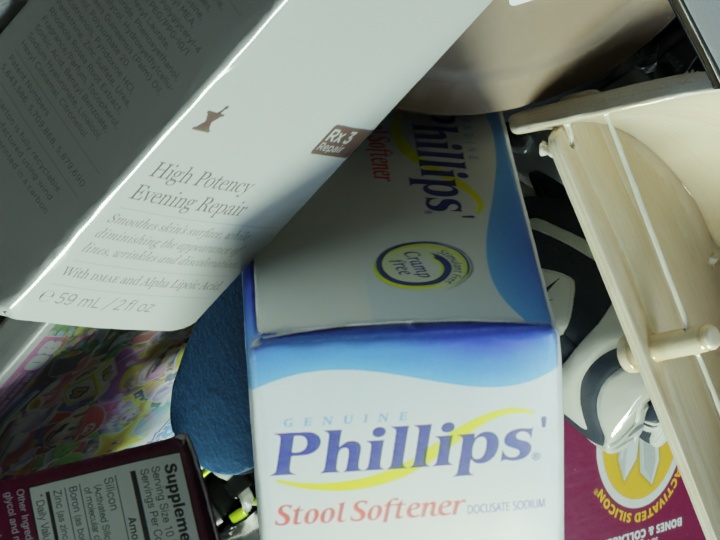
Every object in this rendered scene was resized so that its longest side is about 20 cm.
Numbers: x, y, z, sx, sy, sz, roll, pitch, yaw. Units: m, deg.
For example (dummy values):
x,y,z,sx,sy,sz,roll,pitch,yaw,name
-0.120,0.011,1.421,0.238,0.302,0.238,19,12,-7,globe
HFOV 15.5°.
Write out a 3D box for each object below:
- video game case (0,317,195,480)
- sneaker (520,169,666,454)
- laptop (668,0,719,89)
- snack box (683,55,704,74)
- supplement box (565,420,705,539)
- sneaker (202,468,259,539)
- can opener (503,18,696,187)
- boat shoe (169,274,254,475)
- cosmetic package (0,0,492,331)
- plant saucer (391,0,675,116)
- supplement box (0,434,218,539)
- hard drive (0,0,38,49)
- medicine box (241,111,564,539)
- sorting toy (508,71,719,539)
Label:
x,y,z,sx,sy,sz,roll,pitch,yaw,name
-0.105,0.055,1.112,0.143,0.018,0.200,-48,156,19,video game case
0.094,0.009,1.117,0.080,0.130,0.199,-49,167,19,sneaker
0.164,-0.190,0.819,0.200,0.115,0.188,-53,128,-27,laptop
0.185,-0.066,1.060,0.115,0.037,0.200,-4,162,-12,snack box
0.091,0.103,1.248,0.130,0.103,0.202,-10,103,-46,supplement box
-0.046,0.107,1.226,0.082,0.072,0.200,-17,149,-38,sneaker
0.136,-0.101,1.134,0.199,0.053,0.067,-31,155,-17,can opener
0.000,0.000,1.068,0.200,0.084,0.069,-52,167,13,boat shoe
-0.036,-0.074,0.809,0.200,0.074,0.101,-45,156,23,cosmetic package
0.047,-0.127,0.885,0.199,0.030,0.201,-11,134,-12,plant saucer
-0.146,0.155,1.038,0.199,0.104,0.131,-13,153,-5,supplement box
-0.145,-0.031,0.873,0.200,0.038,0.139,-45,156,17,hard drive
0.012,0.063,0.943,0.102,0.182,0.201,-4,118,-2,medicine box
0.180,0.001,0.946,0.179,0.201,0.107,-14,-165,38,sorting toy
